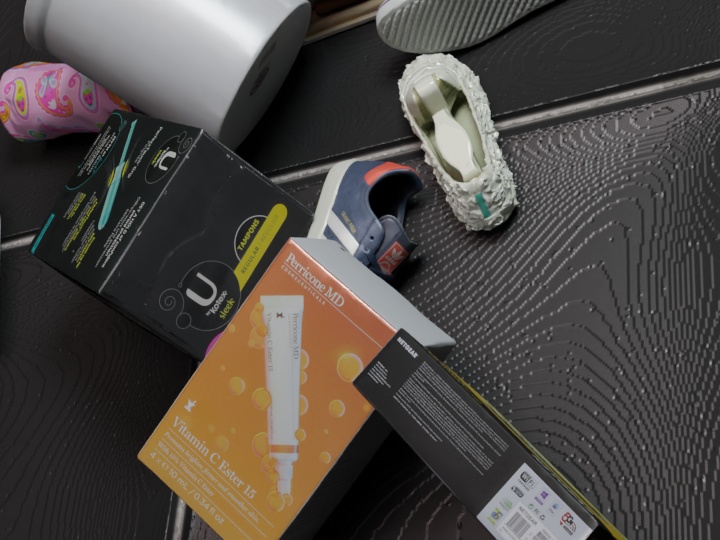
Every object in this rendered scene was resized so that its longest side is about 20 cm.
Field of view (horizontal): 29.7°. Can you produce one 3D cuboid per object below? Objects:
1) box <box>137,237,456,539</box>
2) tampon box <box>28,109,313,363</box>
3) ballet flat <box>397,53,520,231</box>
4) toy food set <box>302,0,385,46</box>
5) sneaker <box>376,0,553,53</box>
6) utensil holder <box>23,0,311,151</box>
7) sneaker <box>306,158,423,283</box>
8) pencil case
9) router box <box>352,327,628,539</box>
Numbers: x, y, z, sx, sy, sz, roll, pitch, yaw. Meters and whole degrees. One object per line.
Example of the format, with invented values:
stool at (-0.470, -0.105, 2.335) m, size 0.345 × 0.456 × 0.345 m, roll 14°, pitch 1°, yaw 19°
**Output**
box at (-0.045, 0.093, 0.980) m, size 0.124 × 0.097 × 0.201 m, roll 39°, pitch 102°, yaw 16°
tampon box at (-0.162, -0.030, 1.123) m, size 0.151 × 0.126 × 0.199 m, roll -58°, pitch 31°, yaw -7°
ballet flat at (0.074, -0.120, 1.095) m, size 0.071 × 0.072 × 0.201 m, roll -34°, pitch 50°, yaw 13°
toy food set at (-0.025, -0.298, 1.263) m, size 0.198 × 0.060 × 0.145 m, roll -15°, pitch 58°, yaw 26°
sneaker at (0.102, -0.263, 1.158) m, size 0.198 × 0.073 × 0.115 m, roll -19°, pitch 51°, yaw 11°
utensil holder at (-0.166, -0.218, 1.194) m, size 0.199 × 0.170 × 0.171 m, roll 32°, pitch 83°, yaw 4°
sneaker at (0.000, 0.000, 1.070) m, size 0.084 × 0.075 × 0.203 m, roll -1°, pitch 65°, yaw 33°
pencil case at (-0.267, -0.169, 1.339) m, size 0.198 × 0.087 × 0.088 m, roll 1°, pitch 65°, yaw 33°
router box at (0.100, 0.140, 0.869) m, size 0.052 × 0.157 × 0.200 m, roll -46°, pitch 49°, yaw 1°
